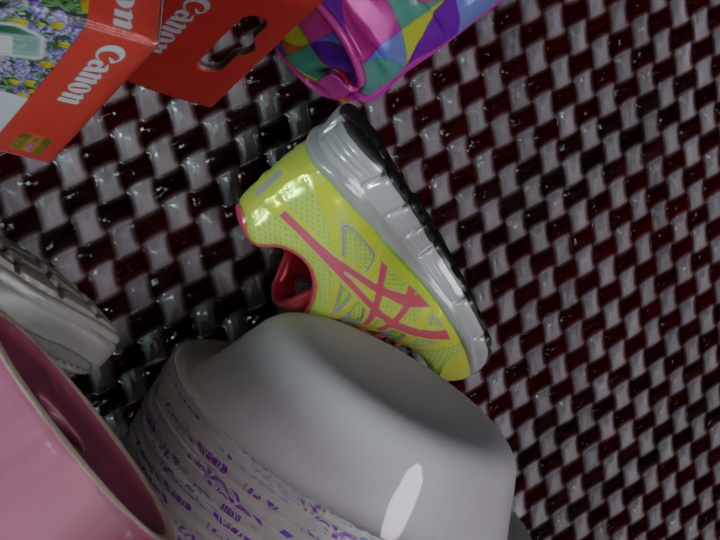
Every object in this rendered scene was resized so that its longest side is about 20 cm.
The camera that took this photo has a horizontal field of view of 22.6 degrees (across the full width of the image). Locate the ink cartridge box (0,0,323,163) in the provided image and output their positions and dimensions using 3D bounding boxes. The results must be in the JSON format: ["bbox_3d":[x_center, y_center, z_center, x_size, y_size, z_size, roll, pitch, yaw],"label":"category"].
[{"bbox_3d":[-0.123,-0.086,0.648,0.200,0.109,0.050,14,64,-26],"label":"ink cartridge box"}]

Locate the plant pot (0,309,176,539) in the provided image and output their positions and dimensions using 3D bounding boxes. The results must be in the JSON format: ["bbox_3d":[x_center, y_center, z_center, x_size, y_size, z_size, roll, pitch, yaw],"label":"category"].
[{"bbox_3d":[-0.181,0.116,0.715,0.179,0.200,0.200,-37,130,-2],"label":"plant pot"}]

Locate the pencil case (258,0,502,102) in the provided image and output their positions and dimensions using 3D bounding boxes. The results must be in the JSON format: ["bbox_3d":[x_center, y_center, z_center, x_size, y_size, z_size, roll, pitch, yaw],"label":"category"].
[{"bbox_3d":[0.046,-0.158,0.875,0.200,0.088,0.088,-35,128,-19],"label":"pencil case"}]

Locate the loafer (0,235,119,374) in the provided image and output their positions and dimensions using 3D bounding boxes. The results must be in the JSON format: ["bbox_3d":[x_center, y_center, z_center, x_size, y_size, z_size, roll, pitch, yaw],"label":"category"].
[{"bbox_3d":[-0.195,0.007,0.771,0.200,0.070,0.070,26,97,-35],"label":"loafer"}]

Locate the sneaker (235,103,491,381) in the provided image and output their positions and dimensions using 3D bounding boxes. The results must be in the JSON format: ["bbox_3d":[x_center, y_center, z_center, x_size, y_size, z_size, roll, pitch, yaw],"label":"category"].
[{"bbox_3d":[0.000,0.000,0.927,0.090,0.078,0.200,-31,134,5],"label":"sneaker"}]

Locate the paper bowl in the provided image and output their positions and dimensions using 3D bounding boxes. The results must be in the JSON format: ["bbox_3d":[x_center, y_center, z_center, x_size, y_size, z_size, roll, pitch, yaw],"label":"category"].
[{"bbox_3d":[-0.007,0.095,0.860,0.201,0.201,0.104,21,105,-43],"label":"paper bowl"}]
